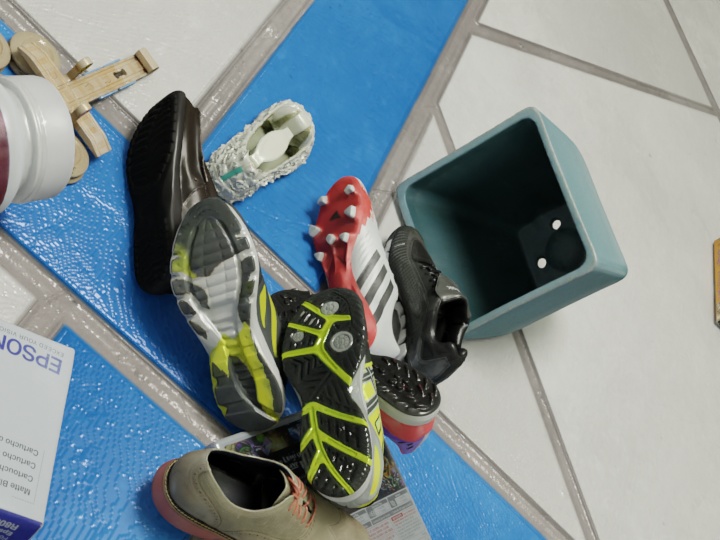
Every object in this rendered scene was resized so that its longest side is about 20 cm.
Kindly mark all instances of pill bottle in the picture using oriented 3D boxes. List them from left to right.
[{"bbox_3d":[-0.314,-0.086,0.803,0.200,0.114,0.114,-14,74,-46],"label":"pill bottle"}]

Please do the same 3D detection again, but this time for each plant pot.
[{"bbox_3d":[0.196,-0.038,1.293,0.200,0.196,0.197,12,55,-53],"label":"plant pot"}]

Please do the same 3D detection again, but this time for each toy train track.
[{"bbox_3d":[-0.233,-0.172,1.016,0.115,0.033,0.200,55,29,-8],"label":"toy train track"}]

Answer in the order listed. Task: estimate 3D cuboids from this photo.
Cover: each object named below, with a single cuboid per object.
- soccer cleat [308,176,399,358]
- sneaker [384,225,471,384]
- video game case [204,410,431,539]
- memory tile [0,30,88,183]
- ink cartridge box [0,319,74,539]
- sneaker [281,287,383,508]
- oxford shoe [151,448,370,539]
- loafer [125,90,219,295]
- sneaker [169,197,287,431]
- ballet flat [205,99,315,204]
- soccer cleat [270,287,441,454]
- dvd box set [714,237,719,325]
[{"bbox_3d":[0.000,0.000,1.147,0.085,0.069,0.200,24,50,-47],"label":"soccer cleat"},{"bbox_3d":[0.075,0.030,1.181,0.066,0.090,0.200,24,48,-37],"label":"sneaker"},{"bbox_3d":[-0.028,0.211,0.992,0.200,0.023,0.182,-13,74,-50],"label":"video game case"},{"bbox_3d":[-0.323,-0.147,0.931,0.200,0.017,0.154,1,63,-47],"label":"memory tile"},{"bbox_3d":[-0.298,0.106,0.752,0.199,0.041,0.200,28,45,-32],"label":"ink cartridge box"},{"bbox_3d":[-0.021,0.107,0.953,0.076,0.075,0.200,64,20,-54],"label":"sneaker"},{"bbox_3d":[-0.062,0.193,0.887,0.200,0.075,0.071,25,49,-31],"label":"oxford shoe"},{"bbox_3d":[-0.163,-0.065,1.013,0.071,0.073,0.200,21,59,-43],"label":"loafer"},{"bbox_3d":[-0.109,0.035,0.965,0.085,0.074,0.200,-67,147,-78],"label":"sneaker"},{"bbox_3d":[-0.084,-0.128,1.143,0.072,0.072,0.200,50,37,-9],"label":"ballet flat"},{"bbox_3d":[-0.015,0.091,1.039,0.200,0.073,0.068,35,45,23],"label":"soccer cleat"},{"bbox_3d":[0.626,0.054,1.827,0.146,0.029,0.200,41,39,-21],"label":"dvd box set"}]
